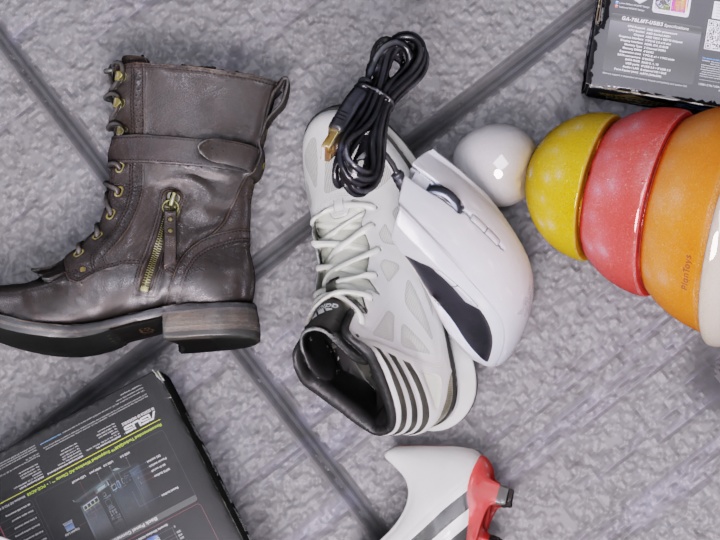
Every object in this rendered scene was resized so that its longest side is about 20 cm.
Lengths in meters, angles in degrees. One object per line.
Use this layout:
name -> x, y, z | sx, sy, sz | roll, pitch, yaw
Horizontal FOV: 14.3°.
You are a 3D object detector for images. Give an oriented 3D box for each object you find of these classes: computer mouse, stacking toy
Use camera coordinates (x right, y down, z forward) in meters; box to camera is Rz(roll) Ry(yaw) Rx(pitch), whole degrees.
computer mouse -> 0.052, -0.031, 1.638 | 0.044, 0.110, 0.200 | -12, 125, 37
stacking toy -> 0.147, -0.049, 1.661 | 0.199, 0.146, 0.147 | 16, 85, 19

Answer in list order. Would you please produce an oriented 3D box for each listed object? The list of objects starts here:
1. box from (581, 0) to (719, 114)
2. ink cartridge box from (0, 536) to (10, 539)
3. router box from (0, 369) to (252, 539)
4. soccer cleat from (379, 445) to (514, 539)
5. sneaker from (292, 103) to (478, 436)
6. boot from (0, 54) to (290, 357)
box -> 0.244, -0.187, 1.696 | 0.199, 0.050, 0.199 | 9, 84, 3
ink cartridge box -> -0.166, 0.256, 1.578 | 0.176, 0.045, 0.201 | 20, 93, -8
router box -> -0.164, 0.171, 1.650 | 0.199, 0.062, 0.150 | -27, 72, -2
soccer cleat -> 0.028, 0.197, 1.660 | 0.085, 0.069, 0.201 | 13, 82, 11
sneaker -> 0.000, 0.000, 1.643 | 0.075, 0.115, 0.201 | -22, 84, 27
boot -> -0.141, -0.040, 1.691 | 0.199, 0.069, 0.175 | 0, 79, -3
